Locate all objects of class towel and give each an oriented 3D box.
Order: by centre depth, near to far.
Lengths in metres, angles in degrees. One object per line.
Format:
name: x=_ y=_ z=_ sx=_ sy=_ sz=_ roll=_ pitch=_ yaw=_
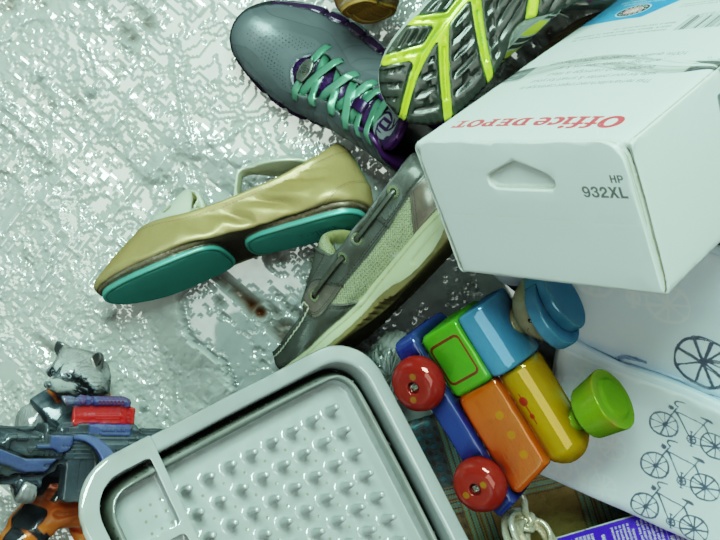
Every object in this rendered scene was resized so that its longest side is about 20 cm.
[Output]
towel: x=0.139 y=0.150 z=0.825 sx=0.197 sy=0.022 sz=0.149 roll=-15 pitch=97 yaw=6

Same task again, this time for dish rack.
dish rack: x=-0.047 y=0.155 z=0.671 sx=0.198 sy=0.044 sz=0.173 roll=-26 pitch=83 yaw=-26

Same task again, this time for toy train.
toy train: x=0.116 y=0.102 z=0.702 sx=0.115 sy=0.084 sz=0.201 roll=-33 pitch=88 yaw=34

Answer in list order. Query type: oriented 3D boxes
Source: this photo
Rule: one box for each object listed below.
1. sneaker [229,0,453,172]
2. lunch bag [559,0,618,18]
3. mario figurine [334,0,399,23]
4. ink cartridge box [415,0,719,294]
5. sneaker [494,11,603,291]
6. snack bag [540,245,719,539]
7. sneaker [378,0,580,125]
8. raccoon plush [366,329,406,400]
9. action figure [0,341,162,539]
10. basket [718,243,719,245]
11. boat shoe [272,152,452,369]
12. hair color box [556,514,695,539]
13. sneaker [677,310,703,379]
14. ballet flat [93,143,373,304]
sneaker: x=0.003 y=-0.115 z=0.757 sx=0.198 sy=0.088 sz=0.075 roll=30 pitch=98 yaw=-2
lunch bag: x=0.121 y=-0.261 z=0.736 sx=0.158 sy=0.077 sz=0.203 roll=0 pitch=98 yaw=2
mario figurine: x=0.007 y=-0.264 z=0.732 sx=0.122 sy=0.106 sz=0.203 roll=-17 pitch=81 yaw=9
ink cartridge box: x=0.151 y=-0.078 z=0.630 sx=0.199 sy=0.144 sz=0.084 roll=-37 pitch=117 yaw=-31
sneaker: x=0.146 y=-0.063 z=0.770 sx=0.108 sy=0.070 sz=0.202 roll=39 pitch=66 yaw=-40
snack bag: x=0.196 y=0.072 z=0.686 sx=0.187 sy=0.021 sz=0.202 roll=22 pitch=124 yaw=29
sneaker: x=0.085 y=-0.171 z=0.687 sx=0.199 sy=0.076 sz=0.076 roll=-40 pitch=102 yaw=5
raccoon plush: x=-0.054 y=0.124 z=0.798 sx=0.133 sy=0.200 sz=0.098 roll=8 pitch=132 yaw=38
action figure: x=-0.225 y=0.140 z=0.789 sx=0.199 sy=0.104 sz=0.196 roll=18 pitch=92 yaw=-42
basket: x=0.302 y=-0.012 z=0.733 sx=0.199 sy=0.181 sz=0.136 roll=38 pitch=138 yaw=4
boat shoe: x=0.000 y=0.000 z=0.762 sx=0.066 sy=0.072 sz=0.201 roll=52 pitch=129 yaw=9
hair color box: x=0.175 y=0.217 z=0.778 sx=0.198 sy=0.065 sz=0.110 roll=-18 pitch=140 yaw=10
sneaker: x=0.199 y=0.072 z=0.763 sx=0.078 sy=0.079 sz=0.202 roll=-17 pitch=127 yaw=-30
ballet flat: x=-0.089 y=-0.033 z=0.795 sx=0.198 sy=0.069 sz=0.064 roll=-17 pitch=69 yaw=2
